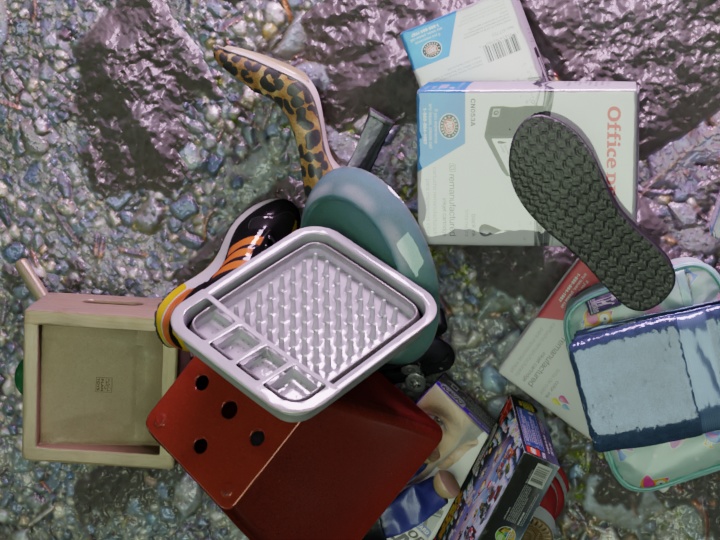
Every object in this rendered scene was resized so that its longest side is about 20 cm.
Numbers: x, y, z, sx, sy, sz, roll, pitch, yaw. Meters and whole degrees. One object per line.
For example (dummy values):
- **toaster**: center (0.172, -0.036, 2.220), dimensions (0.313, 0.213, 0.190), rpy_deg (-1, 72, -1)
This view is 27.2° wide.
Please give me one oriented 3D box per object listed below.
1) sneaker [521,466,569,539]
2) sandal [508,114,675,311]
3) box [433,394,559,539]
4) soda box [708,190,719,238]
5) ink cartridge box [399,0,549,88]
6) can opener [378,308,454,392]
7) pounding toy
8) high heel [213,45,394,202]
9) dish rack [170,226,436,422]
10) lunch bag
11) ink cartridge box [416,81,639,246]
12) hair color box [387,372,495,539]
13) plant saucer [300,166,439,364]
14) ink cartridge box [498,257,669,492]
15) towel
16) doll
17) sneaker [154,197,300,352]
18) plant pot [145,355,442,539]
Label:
- **sneaker**: center (0.153, 0.268, 1.505), dimensions (0.071, 0.113, 0.200), rpy_deg (26, 134, -1)
- **sandal**: center (0.197, -0.049, 1.305), dimensions (0.075, 0.048, 0.201), rpy_deg (-36, 98, 12)
- **box**: center (0.119, 0.232, 1.403), dimensions (0.040, 0.137, 0.201), rpy_deg (24, 105, -7)
- **soda box**: center (0.432, -0.034, 1.392), dimensions (0.199, 0.068, 0.064), rpy_deg (18, 101, 9)
- **ink cartridge box**: center (0.130, -0.157, 1.442), dimensions (0.116, 0.068, 0.201), rpy_deg (-20, 95, 15)
- **can opener**: center (0.002, 0.100, 1.521), dimensions (0.199, 0.079, 0.063), rpy_deg (-20, 131, 18)
- **pounding toy**: center (-0.280, 0.093, 1.551), dimensions (0.199, 0.142, 0.185), rpy_deg (3, 99, 1)
- **high heel**: center (-0.082, -0.130, 1.494), dimensions (0.199, 0.071, 0.143), rpy_deg (28, 102, 2)
- **dish rack**: center (-0.049, 0.051, 1.320), dimensions (0.171, 0.200, 0.044), rpy_deg (33, 140, 29)
- **lunch bag**: center (0.279, 0.089, 1.353), dimensions (0.160, 0.077, 0.201), rpy_deg (-18, 92, 12)
- **ink cartridge box**: center (0.155, -0.099, 1.368), dimensions (0.199, 0.084, 0.146), rpy_deg (1, 101, 10)
- **hair color box**: center (0.054, 0.215, 1.516), dimensions (0.109, 0.065, 0.200), rpy_deg (43, 103, 5)
- **plant saucer**: center (0.000, 0.000, 1.427), dimensions (0.200, 0.027, 0.201), rpy_deg (31, 131, 43)
- **ink cartridge box**: center (0.256, 0.094, 1.442), dimensions (0.200, 0.086, 0.148), rpy_deg (36, 103, 7)
- **towel**: center (0.286, 0.088, 1.290), dimensions (0.199, 0.049, 0.112), rpy_deg (-12, 90, 6)
- **doll**: center (-0.004, 0.237, 1.475), dimensions (0.200, 0.048, 0.137), rpy_deg (-34, 80, 17)
- **sneaker**: center (-0.109, 0.010, 1.468), dimensions (0.090, 0.200, 0.070), rpy_deg (15, 143, 44)
- **plant pot**: center (-0.079, 0.151, 1.401), dimensions (0.200, 0.176, 0.200), rpy_deg (40, 92, 32)
